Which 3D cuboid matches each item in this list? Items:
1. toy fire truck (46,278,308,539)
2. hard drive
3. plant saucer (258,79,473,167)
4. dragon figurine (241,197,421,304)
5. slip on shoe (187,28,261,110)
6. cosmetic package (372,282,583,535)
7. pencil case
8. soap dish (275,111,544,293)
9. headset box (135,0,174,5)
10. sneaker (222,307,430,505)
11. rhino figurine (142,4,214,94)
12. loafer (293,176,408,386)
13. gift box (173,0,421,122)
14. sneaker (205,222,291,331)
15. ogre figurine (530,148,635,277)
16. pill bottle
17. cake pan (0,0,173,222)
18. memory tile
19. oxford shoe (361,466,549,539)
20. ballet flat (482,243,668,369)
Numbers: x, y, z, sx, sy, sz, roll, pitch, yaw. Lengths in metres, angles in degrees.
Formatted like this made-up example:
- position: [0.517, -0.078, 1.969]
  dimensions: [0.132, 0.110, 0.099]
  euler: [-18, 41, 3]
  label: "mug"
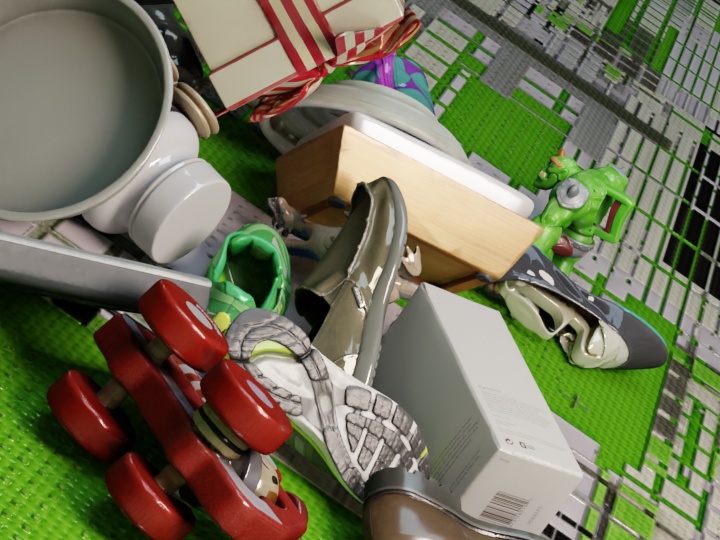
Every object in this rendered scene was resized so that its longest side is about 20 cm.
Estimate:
- position: [-0.099, 0.112, 1.434]
  dimensions: [0.200, 0.112, 0.168]
  euler: [50, 7, 36]
  label: "toy fire truck"
- position: [-0.221, -0.001, 1.477]
  dimensions: [0.199, 0.033, 0.139]
  euler: [13, -5, -39]
  label: "hard drive"
- position: [0.012, -0.119, 1.885]
  dimensions: [0.199, 0.051, 0.200]
  euler: [17, -17, 5]
  label: "plant saucer"
- position: [0.000, 0.000, 1.781]
  dimensions: [0.199, 0.059, 0.099]
  euler: [33, -16, -14]
  label: "dragon figurine"
- position: [-0.071, -0.165, 1.959]
  dimensions: [0.200, 0.061, 0.076]
  euler: [43, 10, -21]
  label: "slip on shoe"
- position: [0.077, 0.116, 1.635]
  dimensions: [0.084, 0.108, 0.200]
  euler: [20, 29, -29]
  label: "cosmetic package"
- position: [0.036, -0.130, 2.063]
  dimensions: [0.085, 0.093, 0.200]
  euler: [-12, 31, 0]
  label: "pencil case"
- position: [0.035, -0.050, 1.847]
  dimensions: [0.199, 0.082, 0.157]
  euler: [27, -18, -18]
  label: "soap dish"
- position: [-0.260, -0.299, 1.885]
  dimensions: [0.173, 0.093, 0.200]
  euler: [-7, 29, -35]
  label: "headset box"
- position: [-0.030, 0.103, 1.561]
  dimensions: [0.200, 0.074, 0.081]
  euler: [46, -19, -14]
  label: "sneaker"
- position: [-0.185, -0.197, 1.943]
  dimensions: [0.087, 0.060, 0.200]
  euler: [8, 36, -40]
  label: "rhino figurine"
- position: [-0.012, 0.012, 1.671]
  dimensions: [0.069, 0.075, 0.201]
  euler: [16, 62, -9]
  label: "loafer"
- position: [-0.071, -0.228, 1.752]
  dimensions: [0.188, 0.184, 0.200]
  euler: [61, 12, -11]
  label: "gift box"
- position: [-0.081, 0.009, 1.659]
  dimensions: [0.074, 0.084, 0.200]
  euler: [31, 23, -5]
  label: "sneaker"
- position: [0.198, -0.045, 2.074]
  dimensions: [0.199, 0.120, 0.098]
  euler: [5, 37, -49]
  label: "ogre figurine"
- position: [-0.196, -0.100, 1.680]
  dimensions: [0.200, 0.112, 0.111]
  euler: [43, 25, 19]
  label: "pill bottle"
- position: [-0.234, -0.124, 1.613]
  dimensions: [0.200, 0.200, 0.037]
  euler: [43, -11, 19]
  label: "cake pan"
- position: [-0.188, -0.161, 1.749]
  dimensions: [0.154, 0.017, 0.200]
  euler: [53, -17, -12]
  label: "memory tile"
- position: [0.084, 0.219, 1.516]
  dimensions: [0.199, 0.073, 0.085]
  euler: [25, 42, -15]
  label: "oxford shoe"
- position: [0.190, 0.046, 1.973]
  dimensions: [0.200, 0.073, 0.073]
  euler: [36, 23, -11]
  label: "ballet flat"
